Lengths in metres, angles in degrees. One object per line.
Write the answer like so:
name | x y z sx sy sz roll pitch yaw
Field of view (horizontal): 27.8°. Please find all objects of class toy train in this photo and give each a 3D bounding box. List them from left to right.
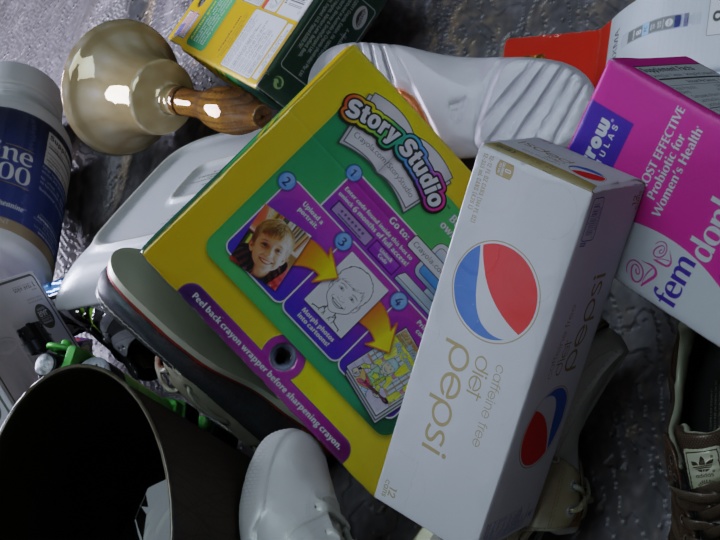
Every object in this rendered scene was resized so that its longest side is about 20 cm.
toy train | -0.137 0.092 0.921 0.056 0.200 0.042 8 72 24

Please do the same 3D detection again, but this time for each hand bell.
hand bell | -0.124 -0.120 1.042 0.199 0.104 0.105 19 80 50

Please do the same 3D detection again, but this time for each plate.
plate | -0.096 -0.052 0.996 0.198 0.033 0.200 -10 29 31

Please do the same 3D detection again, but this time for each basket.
basket | -0.106 0.166 0.851 0.135 0.200 0.182 -21 63 23

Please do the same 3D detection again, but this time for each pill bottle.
pill bottle | -0.287 -0.067 1.145 0.110 0.111 0.202 -23 46 25

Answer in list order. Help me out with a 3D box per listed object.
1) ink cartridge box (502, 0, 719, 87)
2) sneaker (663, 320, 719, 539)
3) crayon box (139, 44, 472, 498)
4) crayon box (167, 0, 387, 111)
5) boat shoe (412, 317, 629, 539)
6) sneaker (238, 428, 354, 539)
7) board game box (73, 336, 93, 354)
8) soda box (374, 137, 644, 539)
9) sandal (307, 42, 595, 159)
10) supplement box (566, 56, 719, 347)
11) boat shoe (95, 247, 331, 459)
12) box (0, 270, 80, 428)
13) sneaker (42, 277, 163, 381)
ink cartridge box | 0.158 -0.092 0.889 0.198 0.047 0.162 -1 69 33
sneaker | 0.181 0.117 0.756 0.070 0.075 0.202 -13 61 30
crayon box | 0.000 0.000 0.857 0.172 0.200 0.058 -44 8 -4
crayon box | -0.059 -0.191 1.063 0.126 0.051 0.200 -56 31 1
boat shoe | 0.098 0.121 0.821 0.068 0.075 0.201 37 103 21
sneaker | -0.014 0.171 0.782 0.088 0.075 0.202 -23 49 25
board game box | -0.272 0.102 1.084 0.198 0.032 0.122 4 98 37
soda box | 0.074 0.038 0.740 0.068 0.063 0.202 26 110 29
sandal | 0.060 -0.100 0.944 0.205 0.059 0.080 8 86 27
supplement box | 0.205 -0.020 0.740 0.199 0.103 0.102 35 116 28
boat shoe | -0.090 0.061 0.903 0.062 0.199 0.072 -37 30 27
box | -0.211 0.107 0.957 0.060 0.117 0.201 -33 90 18
sneaker | -0.172 0.039 1.044 0.198 0.070 0.084 -3 98 46
